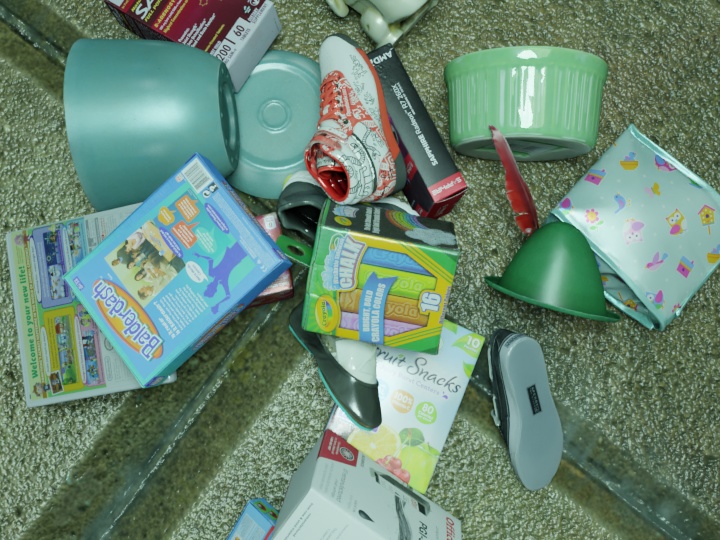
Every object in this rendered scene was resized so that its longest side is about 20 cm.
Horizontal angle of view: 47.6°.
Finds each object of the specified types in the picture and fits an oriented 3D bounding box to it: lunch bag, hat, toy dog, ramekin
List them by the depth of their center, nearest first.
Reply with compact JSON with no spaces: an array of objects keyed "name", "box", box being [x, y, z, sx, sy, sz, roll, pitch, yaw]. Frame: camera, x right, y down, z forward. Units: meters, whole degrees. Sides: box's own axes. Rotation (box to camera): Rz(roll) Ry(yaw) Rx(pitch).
[{"name":"hat","box":[0.240,-0.048,0.951,0.164,0.199,0.179,19,98,36]},{"name":"ramekin","box":[0.198,-0.195,0.992,0.196,0.200,0.099,2,89,-3]},{"name":"toy dog","box":[-0.002,-0.382,1.012,0.200,0.194,0.140,43,93,-3]},{"name":"lunch bag","box":[0.349,-0.048,1.015,0.200,0.122,0.170,43,80,9]}]

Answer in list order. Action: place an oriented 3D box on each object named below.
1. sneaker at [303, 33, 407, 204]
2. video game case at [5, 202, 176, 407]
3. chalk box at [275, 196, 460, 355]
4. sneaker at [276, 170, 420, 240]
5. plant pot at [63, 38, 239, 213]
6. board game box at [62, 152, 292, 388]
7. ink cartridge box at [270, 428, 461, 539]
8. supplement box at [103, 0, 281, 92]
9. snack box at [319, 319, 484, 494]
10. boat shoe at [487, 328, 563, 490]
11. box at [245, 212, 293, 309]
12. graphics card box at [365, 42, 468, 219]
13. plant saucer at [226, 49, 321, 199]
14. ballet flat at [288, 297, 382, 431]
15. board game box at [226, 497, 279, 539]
[{"name":"sneaker","box":[-0.024,-0.173,0.931,0.107,0.067,0.204,-21,89,-42]},{"name":"video game case","box":[-0.305,0.039,0.919,0.179,0.022,0.203,-11,84,11]},{"name":"chalk box","box":[0.000,0.000,0.912,0.197,0.125,0.126,11,108,0]},{"name":"sneaker","box":[-0.014,-0.053,1.001,0.197,0.075,0.085,18,36,7]},{"name":"plant pot","box":[-0.228,-0.172,0.947,0.158,0.201,0.204,-5,81,1]},{"name":"board game box","box":[-0.195,0.000,0.865,0.199,0.045,0.153,-40,81,4]},{"name":"ink cartridge box","box":[0.014,0.287,0.897,0.199,0.147,0.083,35,105,-5]},{"name":"supplement box","box":[-0.211,-0.325,1.032,0.198,0.061,0.110,31,80,14]},{"name":"snack box","box":[0.049,0.148,0.998,0.141,0.053,0.202,24,80,0]},{"name":"boat shoe","box":[0.192,0.168,0.996,0.073,0.068,0.202,-23,108,-18]},{"name":"box","box":[-0.183,0.005,0.980,0.197,0.100,0.097,-13,83,-5]},{"name":"graphics card box","box":[0.057,-0.164,1.010,0.050,0.126,0.202,-25,84,-6]},{"name":"plant saucer","box":[-0.110,-0.195,1.049,0.196,0.036,0.204,1,82,-3]},{"name":"ballet flat","box":[-0.025,0.093,0.946,0.069,0.067,0.200,-56,48,17]},{"name":"board game box","box":[-0.086,0.378,0.902,0.199,0.036,0.153,35,99,28]}]
